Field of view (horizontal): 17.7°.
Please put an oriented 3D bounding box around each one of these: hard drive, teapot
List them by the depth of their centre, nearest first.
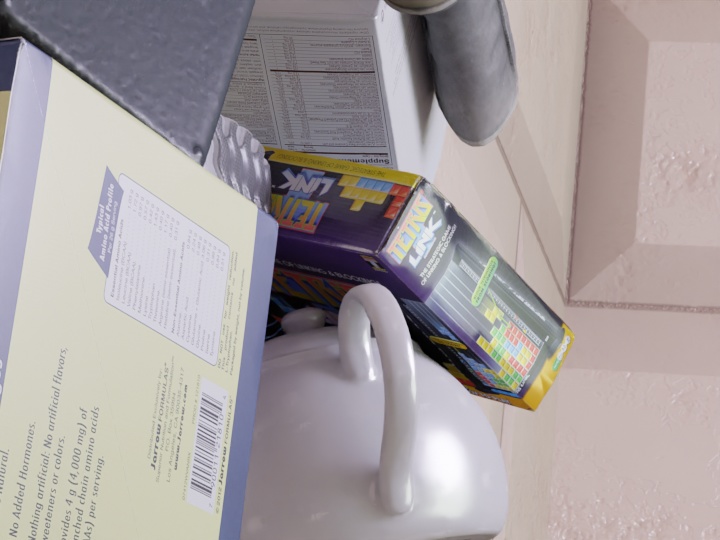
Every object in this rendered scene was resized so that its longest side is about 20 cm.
[{"bbox_3d":[-0.115,-0.152,1.157,0.139,0.033,0.201,39,43,-26],"label":"hard drive"},{"bbox_3d":[-0.016,0.091,1.275,0.197,0.199,0.147,10,67,-62],"label":"teapot"}]

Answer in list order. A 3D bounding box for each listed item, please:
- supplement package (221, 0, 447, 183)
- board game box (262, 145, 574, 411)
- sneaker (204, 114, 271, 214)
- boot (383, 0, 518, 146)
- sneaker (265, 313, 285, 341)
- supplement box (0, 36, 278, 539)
[{"bbox_3d":[-0.030,-0.145,1.450,0.201,0.146,0.192,80,18,-45],"label":"supplement package"},{"bbox_3d":[0.000,0.000,1.321,0.165,0.199,0.057,42,71,-39],"label":"board game box"},{"bbox_3d":[-0.127,-0.064,1.199,0.200,0.082,0.075,41,39,-49],"label":"sneaker"},{"bbox_3d":[0.053,-0.150,1.367,0.201,0.072,0.182,87,15,-47],"label":"boot"},{"bbox_3d":[-0.078,0.027,1.447,0.201,0.070,0.078,80,10,-49],"label":"sneaker"},{"bbox_3d":[-0.145,0.043,0.891,0.200,0.133,0.201,36,56,-58],"label":"supplement box"}]
